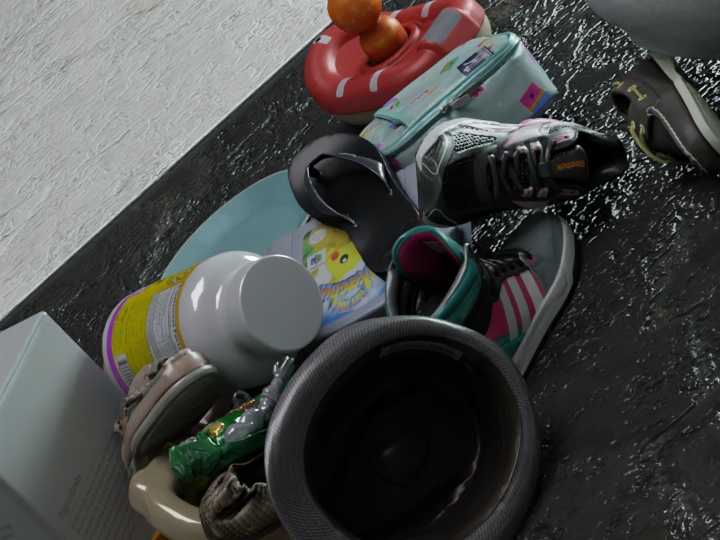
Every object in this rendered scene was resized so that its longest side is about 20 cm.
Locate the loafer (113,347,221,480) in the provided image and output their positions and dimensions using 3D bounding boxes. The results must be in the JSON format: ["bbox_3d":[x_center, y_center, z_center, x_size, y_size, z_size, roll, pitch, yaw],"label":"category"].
[{"bbox_3d":[-0.155,0.102,1.529,0.072,0.063,0.200,-30,-17,-25],"label":"loafer"}]

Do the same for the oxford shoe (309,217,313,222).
[{"bbox_3d":[0.003,-0.042,1.742,0.071,0.071,0.200,-50,25,-14],"label":"oxford shoe"}]

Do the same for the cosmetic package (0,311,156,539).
[{"bbox_3d":[-0.267,0.177,1.626,0.167,0.200,0.167,-24,30,33],"label":"cosmetic package"}]

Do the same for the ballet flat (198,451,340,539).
[{"bbox_3d":[-0.028,0.127,1.425,0.200,0.047,0.067,-26,38,-26],"label":"ballet flat"}]

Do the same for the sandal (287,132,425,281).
[{"bbox_3d":[-0.003,-0.060,1.599,0.076,0.043,0.200,-50,36,2],"label":"sandal"}]

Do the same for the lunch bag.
[{"bbox_3d":[0.073,-0.125,1.717,0.160,0.077,0.200,-38,9,-4],"label":"lunch bag"}]

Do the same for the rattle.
[{"bbox_3d":[-0.070,0.208,1.476,0.199,0.143,0.130,19,14,21],"label":"rattle"}]

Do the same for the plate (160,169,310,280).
[{"bbox_3d":[-0.112,-0.017,1.927,0.200,0.026,0.200,-33,27,19],"label":"plate"}]

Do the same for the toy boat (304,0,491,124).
[{"bbox_3d":[0.017,-0.221,1.942,0.200,0.131,0.131,-7,41,52],"label":"toy boat"}]

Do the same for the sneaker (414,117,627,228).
[{"bbox_3d":[0.125,-0.082,1.542,0.086,0.081,0.200,3,17,44],"label":"sneaker"}]

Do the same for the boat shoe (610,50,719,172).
[{"bbox_3d":[0.230,-0.108,1.518,0.060,0.072,0.201,-37,17,11],"label":"boat shoe"}]

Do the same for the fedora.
[{"bbox_3d":[0.024,0.128,1.365,0.200,0.177,0.090,-56,-1,-23],"label":"fedora"}]

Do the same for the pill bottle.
[{"bbox_3d":[-0.111,0.045,1.574,0.200,0.104,0.104,-21,31,54],"label":"pill bottle"}]

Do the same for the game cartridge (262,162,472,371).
[{"bbox_3d":[0.000,0.000,1.610,0.200,0.040,0.134,-29,45,28],"label":"game cartridge"}]

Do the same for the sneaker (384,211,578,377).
[{"bbox_3d":[0.081,0.002,1.487,0.083,0.121,0.200,-13,36,41],"label":"sneaker"}]

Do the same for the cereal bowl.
[{"bbox_3d":[0.257,-0.211,1.559,0.199,0.084,0.200,4,20,-1],"label":"cereal bowl"}]

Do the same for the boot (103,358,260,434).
[{"bbox_3d":[-0.148,0.095,1.775,0.166,0.072,0.200,-14,34,26],"label":"boot"}]

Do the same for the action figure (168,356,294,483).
[{"bbox_3d":[-0.062,0.099,1.463,0.200,0.055,0.118,-30,-4,-43],"label":"action figure"}]
